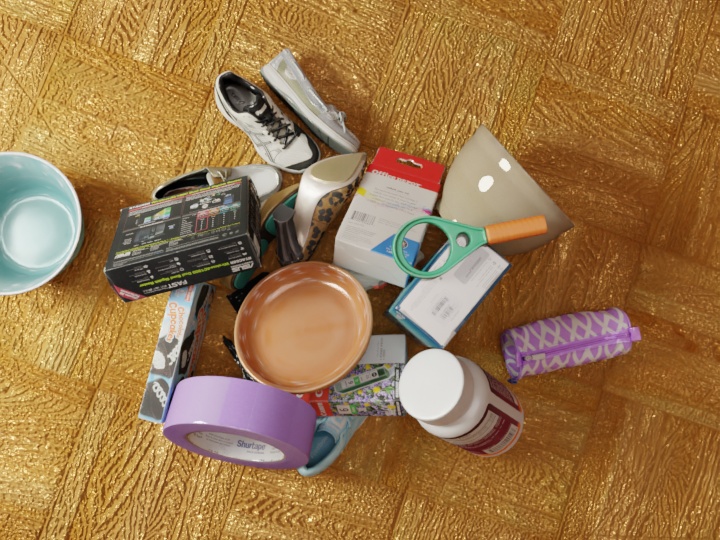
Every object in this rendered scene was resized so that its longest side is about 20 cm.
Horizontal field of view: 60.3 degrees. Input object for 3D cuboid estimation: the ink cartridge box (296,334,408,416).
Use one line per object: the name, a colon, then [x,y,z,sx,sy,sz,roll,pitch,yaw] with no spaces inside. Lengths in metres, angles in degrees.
ink cartridge box: [-0.032,0.153,0.903,0.200,0.050,0.109,-2,51,8]

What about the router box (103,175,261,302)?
router box: [-0.239,-0.047,0.861,0.200,0.150,0.062,-14,130,2]

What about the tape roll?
tape roll: [-0.163,0.213,0.851,0.200,0.200,0.066,13,59,-3]

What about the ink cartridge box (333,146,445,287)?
ink cartridge box: [0.047,-0.085,0.932,0.116,0.067,0.200,18,56,7]

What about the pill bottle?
pill bottle: [0.143,0.187,0.871,0.114,0.200,0.114,-18,56,28]

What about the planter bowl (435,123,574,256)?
planter bowl: [0.200,-0.098,0.926,0.135,0.200,0.200,-43,89,18]

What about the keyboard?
keyboard: [-0.140,0.102,0.915,0.127,0.021,0.200,-35,59,-8]

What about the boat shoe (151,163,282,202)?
boat shoe: [-0.217,-0.121,0.946,0.200,0.068,0.075,-16,86,-5]

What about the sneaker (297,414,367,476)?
sneaker: [-0.028,0.222,0.923,0.074,0.082,0.200,30,83,-2]

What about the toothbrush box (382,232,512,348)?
toothbrush box: [0.115,0.031,0.891,0.085,0.200,0.146,41,83,1]

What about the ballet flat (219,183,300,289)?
ballet flat: [-0.157,-0.064,0.950,0.063,0.069,0.200,33,81,21]

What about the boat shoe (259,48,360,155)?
boat shoe: [-0.070,-0.260,0.969,0.065,0.074,0.202,-45,82,-2]

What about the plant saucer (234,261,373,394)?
plant saucer: [-0.079,0.081,0.881,0.200,0.037,0.200,-5,60,8]

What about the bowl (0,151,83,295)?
bowl: [-0.491,-0.061,0.904,0.200,0.105,0.201,0,85,-5]

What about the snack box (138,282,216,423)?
snack box: [-0.262,0.111,0.899,0.037,0.116,0.200,13,85,0]

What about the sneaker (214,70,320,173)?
sneaker: [-0.147,-0.225,0.952,0.200,0.088,0.076,37,82,-2]

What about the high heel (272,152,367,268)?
high heel: [-0.058,-0.089,0.954,0.071,0.143,0.200,35,61,22]

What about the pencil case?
pencil case: [0.315,0.111,0.956,0.200,0.086,0.084,-13,85,-6]

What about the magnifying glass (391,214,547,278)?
magnifying glass: [0.139,-0.040,0.789,0.200,0.022,0.080,-11,85,-5]

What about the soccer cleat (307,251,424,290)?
soccer cleat: [0.000,0.000,0.954,0.200,0.069,0.078,-23,84,-3]
